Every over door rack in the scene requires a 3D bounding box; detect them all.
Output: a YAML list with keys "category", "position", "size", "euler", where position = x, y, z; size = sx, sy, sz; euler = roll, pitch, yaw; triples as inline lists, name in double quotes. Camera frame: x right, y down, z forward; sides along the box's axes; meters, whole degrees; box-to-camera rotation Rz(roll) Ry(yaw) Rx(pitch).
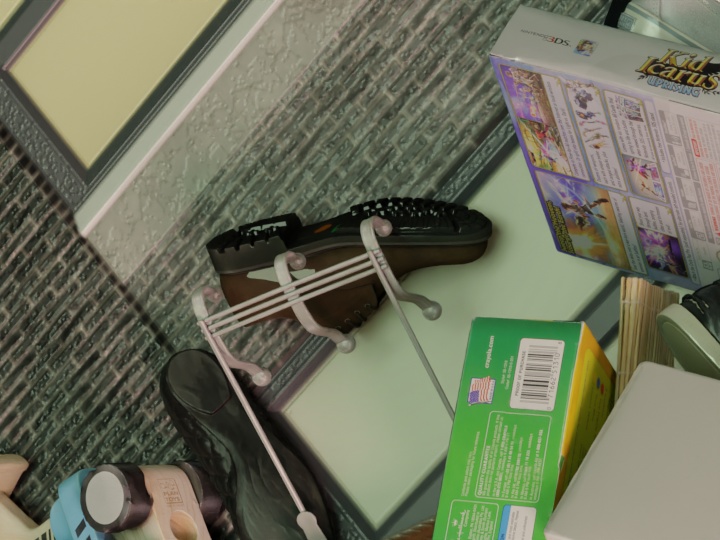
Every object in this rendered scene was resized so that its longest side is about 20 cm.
- category: "over door rack"
  position: [-0.009, 0.079, 1.422]
  size: [0.147, 0.067, 0.201]
  euler: [-22, 92, 24]

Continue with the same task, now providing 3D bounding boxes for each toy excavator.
- category: "toy excavator"
  position: [-0.197, 0.190, 1.532]
  size: [0.200, 0.100, 0.195]
  euler: [-35, 68, 31]

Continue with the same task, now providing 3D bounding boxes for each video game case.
- category: "video game case"
  position: [0.184, -0.061, 1.287]
  size: [0.181, 0.200, 0.046]
  euler: [17, 62, 29]

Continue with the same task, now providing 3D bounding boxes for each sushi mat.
- category: "sushi mat"
  position: [0.169, 0.108, 1.301]
  size: [0.012, 0.096, 0.201]
  euler: [2, 85, 25]

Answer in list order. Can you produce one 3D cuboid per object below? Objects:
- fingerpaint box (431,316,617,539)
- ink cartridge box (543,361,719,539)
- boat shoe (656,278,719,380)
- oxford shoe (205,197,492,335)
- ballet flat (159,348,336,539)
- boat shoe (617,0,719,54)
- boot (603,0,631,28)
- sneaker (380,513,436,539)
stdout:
- category: "fingerpaint box"
  position: [0.101, 0.150, 1.260]
  size: [0.073, 0.167, 0.201]
  euler: [3, 68, 22]
- category: "ink cartridge box"
  position: [0.208, 0.171, 1.215]
  size: [0.128, 0.200, 0.125]
  euler: [14, 56, 34]
- category: "boat shoe"
  position: [0.262, 0.083, 1.270]
  size: [0.066, 0.075, 0.199]
  euler: [-39, 73, -12]
- category: "oxford shoe"
  position: [0.000, 0.000, 1.462]
  size: [0.199, 0.073, 0.085]
  euler: [-9, 106, 24]
- category: "ballet flat"
  position: [-0.073, 0.138, 1.497]
  size: [0.066, 0.057, 0.201]
  euler: [-30, 74, -6]
- category: "boat shoe"
  position: [0.250, -0.124, 1.275]
  size: [0.200, 0.070, 0.072]
  euler: [26, 101, -14]
- category: "boot"
  position: [0.166, -0.184, 1.322]
  size: [0.076, 0.168, 0.201]
  euler: [23, 96, 29]
- category: "sneaker"
  position: [0.060, 0.206, 1.403]
  size: [0.199, 0.071, 0.080]
  euler: [-23, 109, 13]
